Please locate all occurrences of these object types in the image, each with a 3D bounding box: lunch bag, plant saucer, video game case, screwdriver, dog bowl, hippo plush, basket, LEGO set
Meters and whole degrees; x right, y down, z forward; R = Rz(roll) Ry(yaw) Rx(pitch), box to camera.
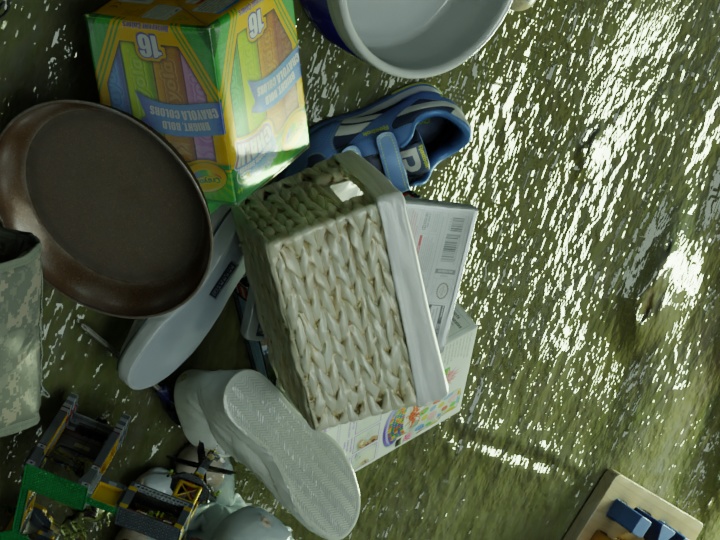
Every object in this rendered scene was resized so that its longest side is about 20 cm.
[{"bbox_3d":[-0.344,0.056,1.389,0.199,0.118,0.165,-8,115,-29],"label":"lunch bag"},{"bbox_3d":[-0.203,-0.053,1.416,0.032,0.200,0.201,-54,143,-50],"label":"plant saucer"},{"bbox_3d":[0.000,0.000,1.582,0.199,0.018,0.144,5,108,-26],"label":"video game case"},{"bbox_3d":[-0.189,0.096,1.587,0.200,0.028,0.029,51,48,-40],"label":"screwdriver"},{"bbox_3d":[0.043,-0.275,1.545,0.200,0.079,0.201,-17,121,-30],"label":"dog bowl"},{"bbox_3d":[-0.125,0.276,1.633,0.159,0.161,0.200,-44,131,-12],"label":"hippo plush"},{"bbox_3d":[-0.020,0.021,1.494,0.123,0.136,0.201,-20,115,-12],"label":"basket"},{"bbox_3d":[-0.211,0.197,1.543,0.116,0.199,0.154,-64,166,-51],"label":"LEGO set"}]

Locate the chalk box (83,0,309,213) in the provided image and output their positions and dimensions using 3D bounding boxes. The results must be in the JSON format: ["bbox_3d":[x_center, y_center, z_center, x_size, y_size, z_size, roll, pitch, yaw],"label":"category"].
[{"bbox_3d":[-0.125,-0.132,1.432,0.124,0.123,0.201,-47,138,-48],"label":"chalk box"}]

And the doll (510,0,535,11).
[{"bbox_3d":[0.172,-0.336,1.632,0.136,0.048,0.200,1,117,-47],"label":"doll"}]

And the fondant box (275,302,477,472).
[{"bbox_3d":[0.012,0.120,1.697,0.200,0.058,0.144,-27,148,-24],"label":"fondant box"}]

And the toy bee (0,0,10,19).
[{"bbox_3d":[-0.359,-0.171,1.294,0.200,0.109,0.131,-28,158,-9],"label":"toy bee"}]

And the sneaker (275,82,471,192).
[{"bbox_3d":[0.013,-0.105,1.604,0.200,0.082,0.074,-32,129,-18],"label":"sneaker"}]

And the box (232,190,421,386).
[{"bbox_3d":[-0.021,0.022,1.669,0.200,0.038,0.137,-28,126,-23],"label":"box"}]

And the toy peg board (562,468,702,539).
[{"bbox_3d":[0.321,0.366,2.058,0.200,0.098,0.199,32,91,-43],"label":"toy peg board"}]

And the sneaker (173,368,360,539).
[{"bbox_3d":[-0.087,0.160,1.602,0.074,0.115,0.200,-48,118,-26],"label":"sneaker"}]

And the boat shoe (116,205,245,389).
[{"bbox_3d":[-0.156,0.012,1.545,0.200,0.065,0.074,-53,152,-12],"label":"boat shoe"}]
